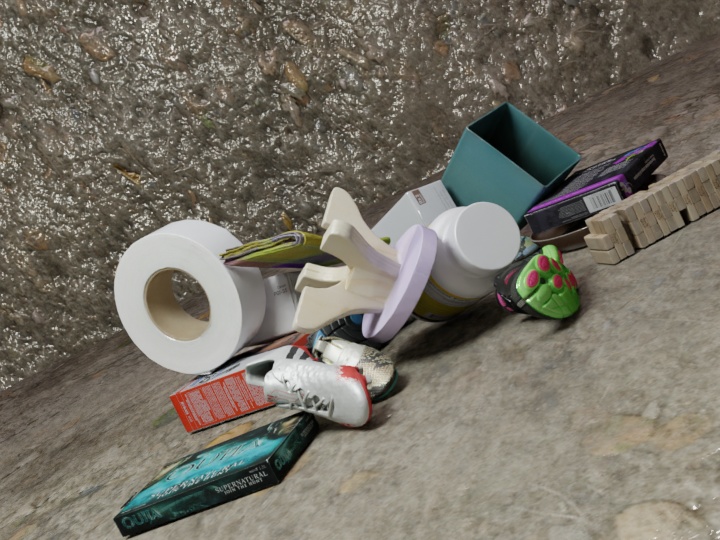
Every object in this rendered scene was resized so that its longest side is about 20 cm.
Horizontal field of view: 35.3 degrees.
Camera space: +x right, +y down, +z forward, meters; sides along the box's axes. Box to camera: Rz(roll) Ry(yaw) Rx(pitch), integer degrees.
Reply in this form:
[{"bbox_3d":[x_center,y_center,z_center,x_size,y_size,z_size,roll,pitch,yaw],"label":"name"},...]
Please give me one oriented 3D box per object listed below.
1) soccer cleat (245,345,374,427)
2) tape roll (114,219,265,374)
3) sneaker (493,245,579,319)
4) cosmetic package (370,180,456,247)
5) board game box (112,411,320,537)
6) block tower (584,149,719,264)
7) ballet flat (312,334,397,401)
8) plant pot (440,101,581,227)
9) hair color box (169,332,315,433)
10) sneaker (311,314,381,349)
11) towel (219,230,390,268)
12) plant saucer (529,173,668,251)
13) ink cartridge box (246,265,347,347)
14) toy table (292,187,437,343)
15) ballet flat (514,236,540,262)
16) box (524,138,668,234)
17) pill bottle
[{"bbox_3d":[-0.055,0.126,1.207,0.085,0.069,0.200,-11,17,-27],"label":"soccer cleat"},{"bbox_3d":[-0.230,0.036,1.529,0.202,0.203,0.071,-22,8,29],"label":"tape roll"},{"bbox_3d":[0.187,0.025,1.228,0.084,0.077,0.200,-32,-3,15],"label":"sneaker"},{"bbox_3d":[0.072,-0.037,1.652,0.074,0.102,0.200,-22,-12,-35],"label":"cosmetic package"},{"bbox_3d":[-0.152,0.215,1.212,0.200,0.028,0.135,-23,9,21],"label":"board game box"},{"bbox_3d":[0.363,-0.077,1.342,0.200,0.054,0.058,-28,9,-10],"label":"block tower"},{"bbox_3d":[-0.020,0.107,1.309,0.068,0.075,0.200,-53,13,-7],"label":"ballet flat"},{"bbox_3d":[0.193,-0.113,1.659,0.141,0.141,0.200,-36,-18,-51],"label":"plant pot"},{"bbox_3d":[-0.145,0.146,1.517,0.200,0.064,0.111,-20,9,32],"label":"hair color box"},{"bbox_3d":[-0.001,0.080,1.513,0.200,0.073,0.082,-27,-11,-48],"label":"sneaker"},{"bbox_3d":[-0.069,-0.026,1.473,0.144,0.023,0.200,-15,-10,37],"label":"towel"},{"bbox_3d":[0.325,-0.073,1.525,0.200,0.032,0.200,-26,7,3],"label":"plant saucer"},{"bbox_3d":[-0.074,0.050,1.626,0.146,0.083,0.200,-19,-8,41],"label":"ink cartridge box"},{"bbox_3d":[0.000,0.000,1.310,0.200,0.117,0.184,121,165,-52],"label":"toy table"},{"bbox_3d":[0.159,-0.015,1.552,0.200,0.074,0.074,-29,8,-21],"label":"ballet flat"},{"bbox_3d":[0.328,-0.117,1.562,0.143,0.036,0.200,-21,11,38],"label":"box"},{"bbox_3d":[0.116,-0.012,1.361,0.111,0.111,0.200,-30,-5,-23],"label":"pill bottle"}]
